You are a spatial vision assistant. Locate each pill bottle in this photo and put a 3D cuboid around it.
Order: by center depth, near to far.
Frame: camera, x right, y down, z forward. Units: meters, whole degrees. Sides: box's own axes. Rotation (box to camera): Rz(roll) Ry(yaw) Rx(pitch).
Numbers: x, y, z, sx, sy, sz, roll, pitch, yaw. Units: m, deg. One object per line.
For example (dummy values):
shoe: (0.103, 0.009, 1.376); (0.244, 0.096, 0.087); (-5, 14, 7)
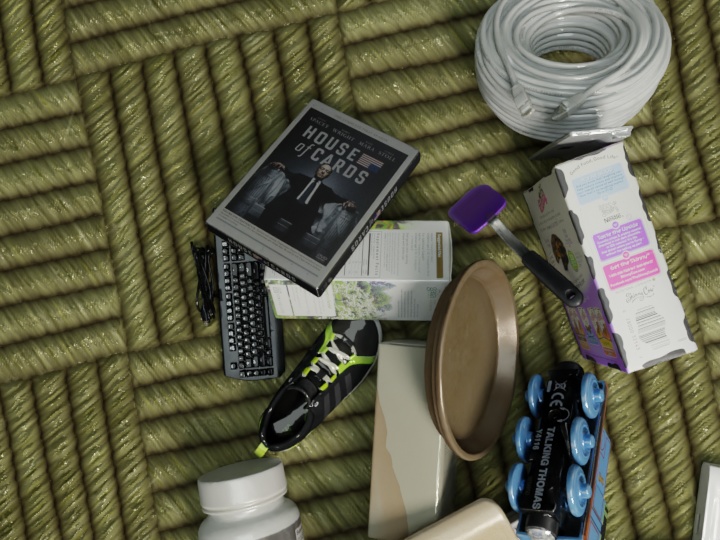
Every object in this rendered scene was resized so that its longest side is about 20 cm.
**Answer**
pill bottle: (-0.113, 0.315, 0.754); (0.112, 0.114, 0.204); (-11, 88, 4)

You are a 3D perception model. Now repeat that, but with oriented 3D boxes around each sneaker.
sneaker: (-0.044, 0.127, 0.769); (0.071, 0.083, 0.201); (36, 89, 4)

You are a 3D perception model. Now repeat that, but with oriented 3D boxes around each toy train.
toy train: (0.208, 0.193, 0.712); (0.086, 0.202, 0.115); (-8, 131, 34)

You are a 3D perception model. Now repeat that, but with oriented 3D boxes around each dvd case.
dvd case: (-0.048, -0.086, 0.751); (0.149, 0.025, 0.201); (28, 67, 18)

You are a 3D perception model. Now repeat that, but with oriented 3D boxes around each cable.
cable: (0.218, -0.226, 0.729); (0.197, 0.070, 0.202); (-21, 54, -4)

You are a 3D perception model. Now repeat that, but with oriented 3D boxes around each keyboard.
keyboard: (0.214, -0.125, 0.700); (0.055, 0.200, 0.011); (1, 93, 4)
keyboard: (-0.144, 0.027, 0.802); (0.102, 0.040, 0.204); (-5, 87, 3)

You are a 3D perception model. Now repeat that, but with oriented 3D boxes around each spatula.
spatula: (0.165, -0.028, 0.737); (0.056, 0.021, 0.200); (-42, 53, 4)

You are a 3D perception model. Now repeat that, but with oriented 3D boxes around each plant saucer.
plant saucer: (0.116, 0.090, 0.718); (0.029, 0.199, 0.204); (3, 88, 33)

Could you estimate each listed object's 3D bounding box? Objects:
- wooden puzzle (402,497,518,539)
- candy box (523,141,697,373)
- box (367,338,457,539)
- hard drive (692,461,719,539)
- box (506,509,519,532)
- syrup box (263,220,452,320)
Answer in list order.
wooden puzzle: (0.096, 0.348, 0.698); (0.183, 0.046, 0.202); (-28, 112, 3)
candy box: (0.244, -0.010, 0.710); (0.070, 0.168, 0.203); (-19, 87, 3)
box: (0.062, 0.178, 0.750); (0.076, 0.095, 0.204); (3, 87, 19)
hard drive: (0.467, 0.292, 0.756); (0.196, 0.026, 0.135); (8, 89, 4)
box: (0.186, 0.351, 0.768); (0.198, 0.041, 0.157); (-32, 87, 4)
syrup box: (0.000, 0.000, 0.760); (0.196, 0.079, 0.083); (0, 56, 4)
